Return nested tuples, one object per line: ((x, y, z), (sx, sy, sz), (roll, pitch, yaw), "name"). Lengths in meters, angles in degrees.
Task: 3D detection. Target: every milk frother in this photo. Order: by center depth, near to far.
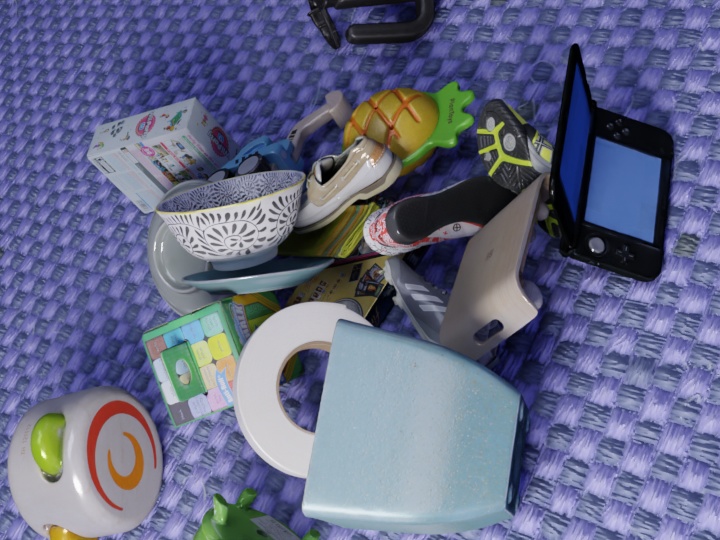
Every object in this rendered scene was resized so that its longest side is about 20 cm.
((0.018, -0.429, 1.662), (0.184, 0.184, 0.200), (-7, 15, -11), "milk frother")

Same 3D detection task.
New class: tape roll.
((-0.050, 0.138, 1.288), (0.205, 0.201, 0.037), (-64, 9, -17), "tape roll")

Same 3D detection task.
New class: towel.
((-0.049, -0.054, 1.474), (0.087, 0.018, 0.199), (-53, 25, -18), "towel")

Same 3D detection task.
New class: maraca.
((0.062, -0.190, 1.478), (0.197, 0.107, 0.139), (-15, 51, 25), "maraca")

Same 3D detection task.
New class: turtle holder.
((-0.129, 0.337, 1.217), (0.133, 0.139, 0.186), (-61, 8, 7), "turtle holder")

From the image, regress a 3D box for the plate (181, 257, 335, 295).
((-0.128, 0.008, 1.403), (0.197, 0.199, 0.026), (-2, 97, 33), "plate")

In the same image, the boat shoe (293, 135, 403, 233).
((-0.036, -0.117, 1.443), (0.199, 0.068, 0.076), (-30, 31, 37), "boat shoe")

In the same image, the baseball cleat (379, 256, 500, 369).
((0.103, 0.047, 1.324), (0.105, 0.070, 0.202), (-32, 59, 4), "baseball cleat")

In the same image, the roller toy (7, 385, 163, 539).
((-0.355, 0.252, 1.422), (0.138, 0.203, 0.183), (-14, 18, 26), "roller toy")

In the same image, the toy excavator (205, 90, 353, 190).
((-0.113, -0.167, 1.602), (0.192, 0.100, 0.202), (-18, 38, 31), "toy excavator")

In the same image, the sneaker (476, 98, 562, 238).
((0.211, -0.123, 1.327), (0.202, 0.076, 0.076), (58, 137, 21), "sneaker")

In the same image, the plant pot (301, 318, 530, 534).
((0.071, 0.180, 1.154), (0.196, 0.196, 0.200), (7, 76, 16), "plant pot")

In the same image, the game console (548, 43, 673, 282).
((0.279, -0.117, 1.215), (0.173, 0.117, 0.203), (17, 64, -6), "game console")

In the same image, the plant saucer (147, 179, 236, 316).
((-0.236, -0.024, 1.542), (0.197, 0.050, 0.205), (5, 99, 32), "plant saucer")

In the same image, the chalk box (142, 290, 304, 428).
((-0.176, 0.107, 1.360), (0.122, 0.200, 0.127), (-22, 89, 20), "chalk box")

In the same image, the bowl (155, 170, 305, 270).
((-0.157, -0.058, 1.423), (0.197, 0.096, 0.201), (-12, 15, 3), "bowl")

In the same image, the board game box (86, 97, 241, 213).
((-0.293, -0.172, 1.688), (0.197, 0.148, 0.065), (-10, 52, 29), "board game box")

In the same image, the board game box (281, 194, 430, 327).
((0.000, 0.000, 1.443), (0.134, 0.035, 0.202), (25, 77, 43), "board game box")

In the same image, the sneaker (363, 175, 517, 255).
((0.099, -0.067, 1.362), (0.107, 0.198, 0.069), (-18, 86, 62), "sneaker")

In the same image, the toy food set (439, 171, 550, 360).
((0.166, -0.001, 1.229), (0.143, 0.060, 0.202), (-44, 18, 47), "toy food set")
